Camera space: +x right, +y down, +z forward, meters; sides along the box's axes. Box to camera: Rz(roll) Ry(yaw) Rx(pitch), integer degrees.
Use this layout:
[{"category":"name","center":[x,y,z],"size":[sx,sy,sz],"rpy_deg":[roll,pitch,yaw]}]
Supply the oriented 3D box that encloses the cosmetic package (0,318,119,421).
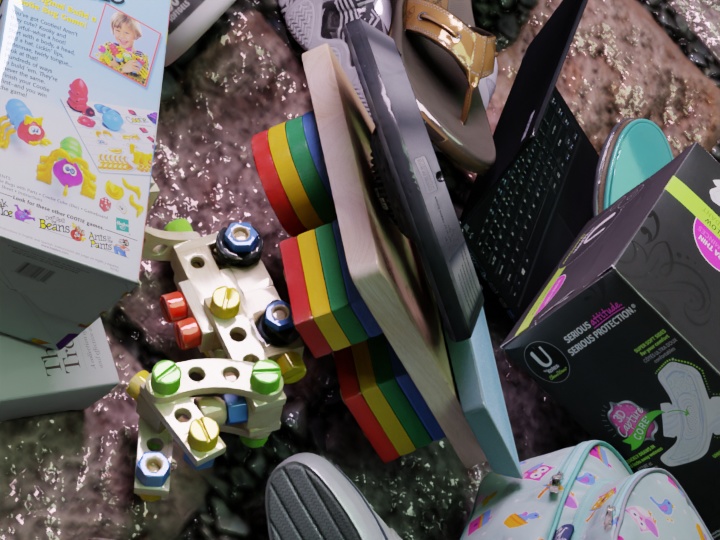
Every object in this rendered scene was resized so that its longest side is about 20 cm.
[{"category":"cosmetic package","center":[-0.240,-0.009,1.561],"size":[0.151,0.052,0.200],"rpy_deg":[-9,73,-35]}]

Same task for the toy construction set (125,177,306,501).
[{"category":"toy construction set","center":[-0.106,0.031,1.615],"size":[0.131,0.092,0.200],"rpy_deg":[-16,73,-19]}]

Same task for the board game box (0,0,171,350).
[{"category":"board game box","center":[-0.184,-0.075,1.531],"size":[0.105,0.103,0.200],"rpy_deg":[20,57,-25]}]

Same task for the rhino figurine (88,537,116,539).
[{"category":"rhino figurine","center":[-0.073,0.217,1.556],"size":[0.200,0.060,0.088],"rpy_deg":[17,78,-29]}]

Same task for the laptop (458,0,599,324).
[{"category":"laptop","center":[0.139,-0.074,1.781],"size":[0.200,0.103,0.177],"rpy_deg":[54,43,-34]}]

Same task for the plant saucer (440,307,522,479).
[{"category":"plant saucer","center":[0.067,0.043,1.676],"size":[0.200,0.019,0.070],"rpy_deg":[-99,165,-50]}]

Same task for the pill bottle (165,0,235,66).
[{"category":"pill bottle","center":[-0.158,-0.234,1.689],"size":[0.200,0.114,0.114],"rpy_deg":[44,50,-9]}]

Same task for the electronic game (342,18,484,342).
[{"category":"electronic game","center":[0.028,-0.053,1.588],"size":[0.042,0.200,0.200],"rpy_deg":[-19,76,1]}]

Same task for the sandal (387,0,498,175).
[{"category":"sandal","center":[0.061,-0.148,1.730],"size":[0.082,0.055,0.200],"rpy_deg":[30,40,-27]}]

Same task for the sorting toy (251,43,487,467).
[{"category":"sorting toy","center":[0.000,0.000,1.658],"size":[0.200,0.070,0.199],"rpy_deg":[59,14,-45]}]

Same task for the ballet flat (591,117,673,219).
[{"category":"ballet flat","center":[0.185,-0.003,1.844],"size":[0.073,0.073,0.200],"rpy_deg":[4,72,-34]}]

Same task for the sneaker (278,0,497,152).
[{"category":"sneaker","center":[0.020,-0.155,1.807],"size":[0.115,0.075,0.200],"rpy_deg":[8,49,-48]}]

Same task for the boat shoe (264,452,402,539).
[{"category":"boat shoe","center":[0.009,0.196,1.630],"size":[0.067,0.073,0.200],"rpy_deg":[-32,99,-56]}]

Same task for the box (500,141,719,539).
[{"category":"box","center":[0.220,0.050,1.718],"size":[0.200,0.124,0.149],"rpy_deg":[44,46,-7]}]

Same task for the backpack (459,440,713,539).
[{"category":"backpack","center":[0.142,0.200,1.645],"size":[0.176,0.153,0.200],"rpy_deg":[56,21,-19]}]
